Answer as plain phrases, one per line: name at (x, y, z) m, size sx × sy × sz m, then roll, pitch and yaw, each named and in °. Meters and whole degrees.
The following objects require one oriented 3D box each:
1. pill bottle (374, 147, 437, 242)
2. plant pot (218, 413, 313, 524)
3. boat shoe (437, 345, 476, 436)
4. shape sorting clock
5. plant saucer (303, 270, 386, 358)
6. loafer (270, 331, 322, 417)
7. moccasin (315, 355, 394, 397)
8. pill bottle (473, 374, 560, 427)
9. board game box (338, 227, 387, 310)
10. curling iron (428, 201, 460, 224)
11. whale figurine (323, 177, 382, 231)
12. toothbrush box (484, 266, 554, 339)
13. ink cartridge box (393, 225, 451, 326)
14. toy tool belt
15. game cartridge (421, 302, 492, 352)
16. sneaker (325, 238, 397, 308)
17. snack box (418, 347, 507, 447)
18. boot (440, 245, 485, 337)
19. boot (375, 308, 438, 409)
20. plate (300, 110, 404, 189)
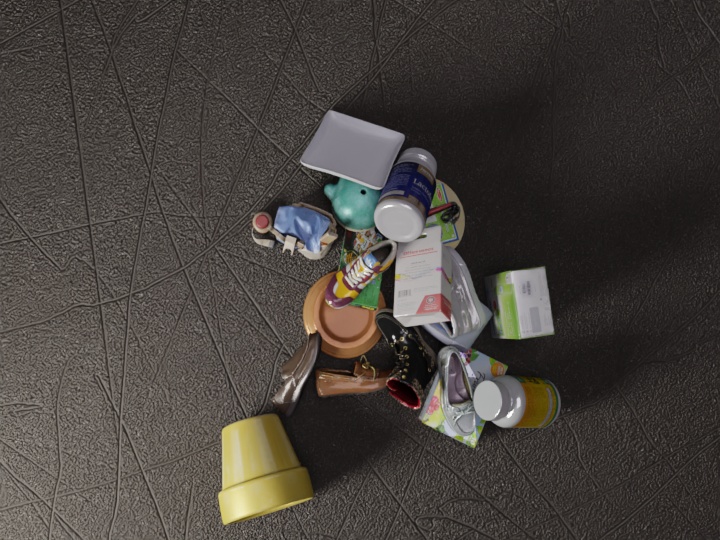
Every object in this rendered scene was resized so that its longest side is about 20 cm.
pill bottle at (0.106, -0.172, 1.584) m, size 0.114 × 0.116 × 0.203 m, roll 24°, pitch 51°, yaw -5°
plant pot at (-0.216, 0.420, 1.532) m, size 0.196 × 0.201 × 0.193 m, roll -15°, pitch 71°, yaw -7°
boat shoe at (0.217, 0.272, 1.591) m, size 0.072 × 0.065 × 0.207 m, roll -10°, pitch 92°, yaw -6°
shape sorting clock at (0.150, -0.121, 1.678) m, size 0.194 × 0.039 × 0.206 m, roll 1°, pitch 80°, yaw -6°
plant saucer at (-0.034, 0.100, 1.643) m, size 0.195 × 0.037 × 0.206 m, roll 0°, pitch 86°, yaw -6°
loafer at (-0.145, 0.225, 1.594) m, size 0.070 × 0.073 × 0.204 m, roll 24°, pitch 92°, yaw 1°
moccasin at (-0.005, 0.238, 1.624) m, size 0.196 × 0.074 × 0.080 m, roll -5°, pitch 95°, yaw 3°
pill bottle at (0.347, 0.293, 1.597) m, size 0.197 × 0.112 × 0.116 m, roll 10°, pitch 84°, yaw -38°
board game box at (0.003, -0.016, 1.638) m, size 0.102 × 0.024 × 0.205 m, roll 13°, pitch 69°, yaw -8°
curling iron at (0.141, -0.115, 1.642) m, size 0.195 × 0.026 × 0.051 m, roll -14°, pitch 79°, yaw -8°
whale figurine at (-0.005, -0.194, 1.630) m, size 0.155 × 0.104 × 0.205 m, roll -2°, pitch 75°, yaw -10°
toothbrush box at (0.353, 0.075, 1.609) m, size 0.084 × 0.200 × 0.150 m, roll -7°, pitch 87°, yaw -6°
ink cartridge box at (0.140, 0.012, 1.579) m, size 0.114 × 0.067 × 0.205 m, roll -9°, pitch 63°, yaw 27°
toy tool belt at (-0.148, -0.096, 1.600) m, size 0.195 × 0.123 × 0.128 m, roll 15°, pitch 84°, yaw -5°
game cartridge at (0.194, 0.087, 1.645) m, size 0.199 × 0.042 × 0.134 m, roll 39°, pitch 62°, yaw 4°
sneaker at (0.000, 0.000, 1.571) m, size 0.075 × 0.090 × 0.200 m, roll 44°, pitch 68°, yaw 8°
snack box at (0.237, 0.284, 1.654) m, size 0.140 × 0.053 × 0.204 m, roll 25°, pitch 83°, yaw -5°
boot at (0.200, 0.048, 1.601) m, size 0.094 × 0.074 × 0.204 m, roll -17°, pitch 74°, yaw -25°
boot at (0.091, 0.196, 1.586) m, size 0.072 × 0.152 × 0.201 m, roll -28°, pitch 111°, yaw 35°
plate at (-0.015, -0.268, 1.622) m, size 0.196 × 0.033 × 0.202 m, roll 18°, pitch 50°, yaw 6°
